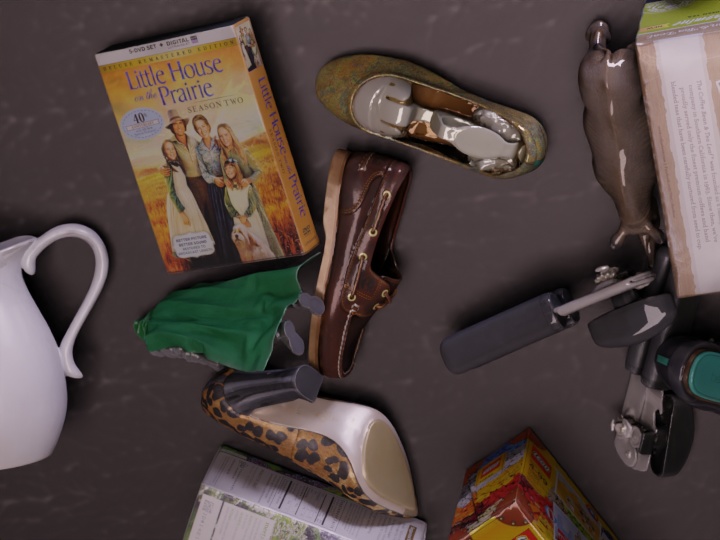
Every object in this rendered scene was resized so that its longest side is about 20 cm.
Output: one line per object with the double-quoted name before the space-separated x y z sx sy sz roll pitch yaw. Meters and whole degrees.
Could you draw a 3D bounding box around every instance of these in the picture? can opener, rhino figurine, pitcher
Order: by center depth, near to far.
"rhino figurine" 0.213 -0.093 1.693 0.060 0.088 0.201 -7 112 14
"can opener" 0.158 0.046 1.738 0.199 0.053 0.067 -20 85 30
"can opener" 0.253 0.076 1.774 0.066 0.053 0.201 -3 114 -26
"pitcher" -0.295 0.063 1.831 0.171 0.121 0.201 -7 97 -4

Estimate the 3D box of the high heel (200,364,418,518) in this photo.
"high heel" -0.044 0.152 1.856 0.142 0.072 0.200 -9 131 44

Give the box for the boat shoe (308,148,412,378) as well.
"boat shoe" 0.000 0.000 1.772 0.070 0.070 0.201 11 110 10

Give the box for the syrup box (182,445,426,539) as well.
"syrup box" -0.049 0.236 1.857 0.199 0.081 0.079 20 113 2

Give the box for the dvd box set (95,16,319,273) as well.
"dvd box set" -0.127 -0.101 1.760 0.146 0.029 0.201 -7 109 31

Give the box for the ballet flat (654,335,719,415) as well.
"ballet flat" 0.317 0.097 1.744 0.199 0.073 0.073 21 115 -33

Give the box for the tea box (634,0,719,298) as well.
"tea box" 0.292 -0.111 1.616 0.133 0.197 0.201 -8 107 12

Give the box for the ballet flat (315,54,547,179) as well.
"ballet flat" 0.056 -0.124 1.723 0.199 0.071 0.071 20 111 3

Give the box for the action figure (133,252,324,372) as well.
"action figure" -0.121 0.044 1.786 0.199 0.118 0.055 -3 137 43

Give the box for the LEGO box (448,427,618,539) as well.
"LEGO box" 0.168 0.256 1.790 0.077 0.149 0.200 -35 100 19
